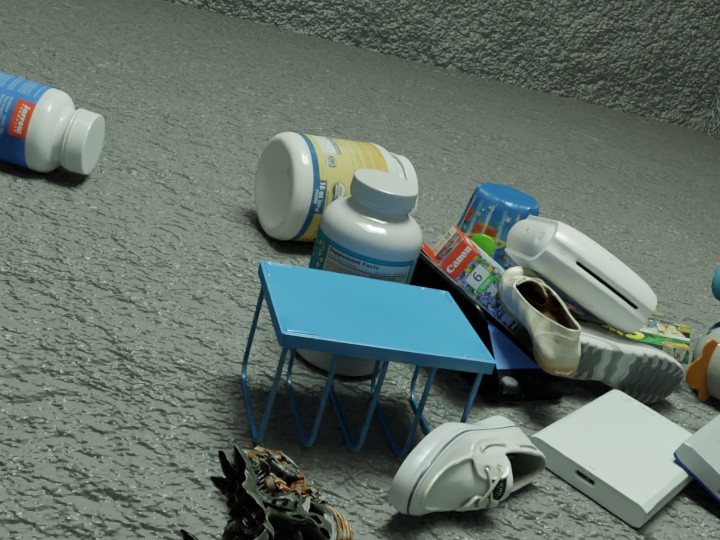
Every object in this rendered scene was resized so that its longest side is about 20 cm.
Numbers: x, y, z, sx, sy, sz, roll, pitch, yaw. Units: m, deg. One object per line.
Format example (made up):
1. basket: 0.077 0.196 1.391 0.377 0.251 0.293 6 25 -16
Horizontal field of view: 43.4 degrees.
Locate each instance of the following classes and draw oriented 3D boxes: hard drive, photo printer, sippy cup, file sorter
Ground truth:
1. hard drive: 0.426 0.211 0.969 0.199 0.026 0.132 -11 50 -50
2. photo printer: 0.271 0.003 1.121 0.166 0.070 0.200 36 3 -7
3. sippy cup: 0.196 -0.052 1.317 0.138 0.132 0.178 10 22 -19
4. file sorter: -0.003 0.089 0.844 0.197 0.124 0.139 9 23 -19
5. hard drive: 0.277 0.189 0.947 0.131 0.027 0.199 32 27 31

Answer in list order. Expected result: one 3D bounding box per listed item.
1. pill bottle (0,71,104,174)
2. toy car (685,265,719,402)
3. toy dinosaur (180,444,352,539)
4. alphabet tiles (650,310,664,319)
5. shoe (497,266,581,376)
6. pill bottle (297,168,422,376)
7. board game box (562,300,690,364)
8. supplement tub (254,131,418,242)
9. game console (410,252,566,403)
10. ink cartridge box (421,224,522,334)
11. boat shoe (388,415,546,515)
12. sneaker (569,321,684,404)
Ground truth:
1. pill bottle: -0.448 -0.196 1.199 0.197 0.114 0.112 16 22 -1
2. toy car: 0.494 0.096 1.164 0.198 0.180 0.184 -13 24 -30
3. toy dinosaur: -0.048 0.184 0.638 0.135 0.104 0.199 21 -7 -40
4. alphabet tiles: 0.345 0.033 1.354 0.197 0.006 0.167 14 12 -10
5. shoe: 0.205 0.041 1.021 0.069 0.054 0.201 -1 29 -9
6. pill bottle: 0.000 0.000 0.950 0.109 0.202 0.111 15 21 -6
7. board game box: 0.337 0.078 1.208 0.197 0.024 0.105 11 20 17
8. supplement tub: -0.033 -0.110 1.262 0.198 0.146 0.145 3 26 -32
9. game console: 0.136 0.051 1.048 0.174 0.118 0.200 3 26 -31
10. ink cartridge box: 0.135 -0.012 1.162 0.200 0.050 0.109 42 9 -8
11. boat shoe: 0.104 0.172 0.790 0.066 0.075 0.199 28 23 31
12. sneaker: 0.302 0.096 1.083 0.198 0.075 0.082 21 28 -21
